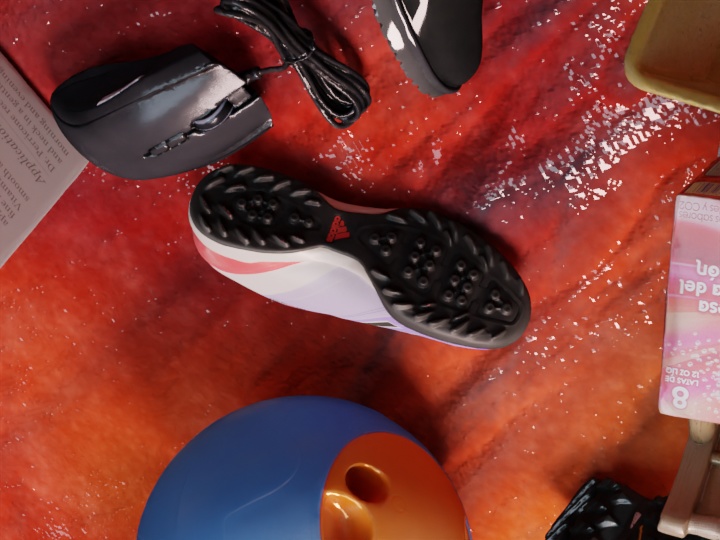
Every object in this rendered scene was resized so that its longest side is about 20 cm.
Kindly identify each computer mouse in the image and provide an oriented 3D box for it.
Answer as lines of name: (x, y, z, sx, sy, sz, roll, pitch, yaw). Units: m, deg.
computer mouse: (-0.106, -0.100, 1.078, 0.199, 0.046, 0.141, -7, 143, 31)

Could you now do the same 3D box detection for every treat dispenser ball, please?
treat dispenser ball: (-0.032, 0.174, 1.175, 0.200, 0.201, 0.202, 14, 130, 17)

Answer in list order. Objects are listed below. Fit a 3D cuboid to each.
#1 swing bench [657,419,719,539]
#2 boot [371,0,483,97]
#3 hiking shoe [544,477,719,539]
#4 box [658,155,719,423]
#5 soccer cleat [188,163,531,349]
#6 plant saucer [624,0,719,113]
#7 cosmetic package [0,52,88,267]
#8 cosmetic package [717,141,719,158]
swing bench: (0.260, 0.047, 0.982, 0.198, 0.130, 0.201, 13, 135, 17)
boot: (0.097, -0.167, 0.937, 0.199, 0.066, 0.165, -14, 135, 17)
hiking shoe: (0.181, 0.167, 1.112, 0.087, 0.075, 0.200, 37, 176, -19)
box: (0.230, 0.016, 0.821, 0.199, 0.103, 0.095, 8, 107, 19)
soccer cleat: (0.000, 0.000, 1.128, 0.199, 0.069, 0.073, 18, 155, 9)
plant saucer: (0.233, -0.123, 0.829, 0.199, 0.201, 0.049, 19, 162, 17)
cosmetic package: (-0.296, -0.041, 1.146, 0.164, 0.200, 0.165, -26, 110, 39)
cosmetic package: (0.266, -0.075, 0.894, 0.199, 0.107, 0.091, 14, 129, 19)
